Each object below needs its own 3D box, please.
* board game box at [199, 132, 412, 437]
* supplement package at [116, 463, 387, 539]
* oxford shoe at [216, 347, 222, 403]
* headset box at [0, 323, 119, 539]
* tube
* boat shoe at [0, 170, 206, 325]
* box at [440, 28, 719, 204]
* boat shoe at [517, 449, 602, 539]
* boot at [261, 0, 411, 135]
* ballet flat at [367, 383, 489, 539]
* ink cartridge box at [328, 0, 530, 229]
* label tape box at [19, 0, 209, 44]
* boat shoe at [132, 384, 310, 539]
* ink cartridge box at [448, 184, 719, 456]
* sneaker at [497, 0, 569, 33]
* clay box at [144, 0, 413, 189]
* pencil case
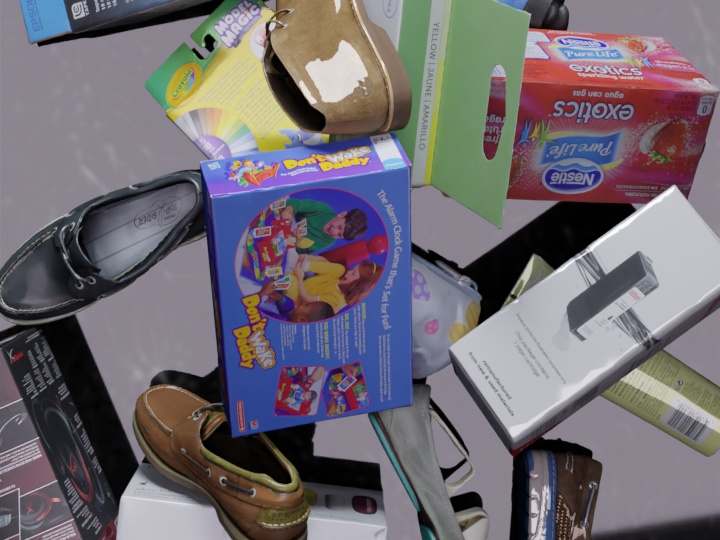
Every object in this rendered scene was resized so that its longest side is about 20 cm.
[{"bbox_3d":[-0.033,0.013,1.116,0.133,0.045,0.202,-9,125,-11],"label":"board game box"},{"bbox_3d":[-0.086,0.244,1.248,0.198,0.111,0.158,7,95,-2],"label":"supplement package"},{"bbox_3d":[-0.074,0.018,1.243,0.072,0.071,0.202,-3,115,-7],"label":"oxford shoe"},{"bbox_3d":[-0.244,0.153,1.219,0.074,0.149,0.202,-22,95,2],"label":"headset box"},{"bbox_3d":[0.199,0.070,1.272,0.199,0.058,0.052,31,136,2],"label":"tube"},{"bbox_3d":[-0.196,-0.019,1.242,0.198,0.066,0.075,-21,86,1],"label":"boat shoe"},{"bbox_3d":[0.144,-0.113,1.188,0.198,0.100,0.096,1,121,-19],"label":"box"},{"bbox_3d":[0.159,0.241,1.271,0.072,0.072,0.202,1,95,-2],"label":"boat shoe"},{"bbox_3d":[-0.039,-0.170,1.111,0.075,0.074,0.201,-14,55,-22],"label":"boot"},{"bbox_3d":[0.067,0.183,1.268,0.063,0.067,0.202,-22,95,-6],"label":"ballet flat"},{"bbox_3d":[0.040,-0.125,1.113,0.047,0.200,0.147,-2,110,-23],"label":"ink cartridge box"},{"bbox_3d":[-0.171,-0.262,1.215,0.198,0.063,0.146,-10,96,32],"label":"label tape box"},{"bbox_3d":[-0.099,0.127,1.192,0.072,0.199,0.069,-20,129,-35],"label":"boat shoe"},{"bbox_3d":[0.168,0.040,1.183,0.199,0.144,0.084,-35,79,-2],"label":"ink cartridge box"},{"bbox_3d":[0.096,-0.190,1.229,0.111,0.077,0.200,42,87,5],"label":"sneaker"},{"bbox_3d":[-0.057,-0.107,1.249,0.115,0.048,0.200,-43,94,5],"label":"clay box"},{"bbox_3d":[0.000,0.000,1.196,0.090,0.084,0.199,-32,129,31],"label":"pencil case"}]
